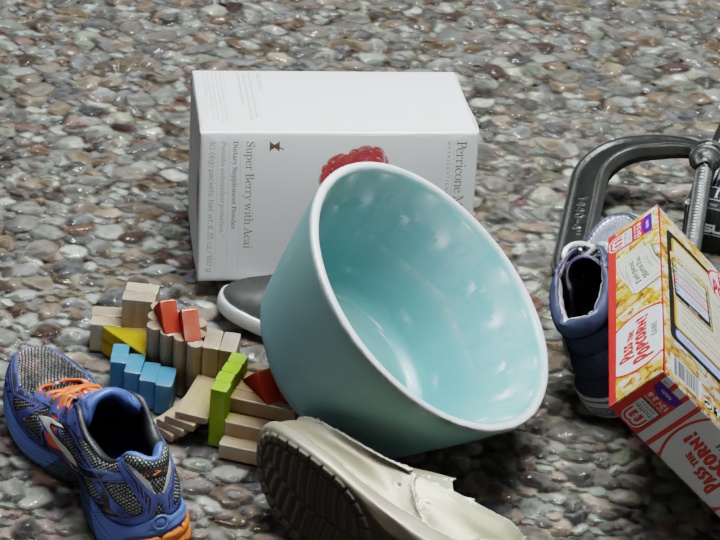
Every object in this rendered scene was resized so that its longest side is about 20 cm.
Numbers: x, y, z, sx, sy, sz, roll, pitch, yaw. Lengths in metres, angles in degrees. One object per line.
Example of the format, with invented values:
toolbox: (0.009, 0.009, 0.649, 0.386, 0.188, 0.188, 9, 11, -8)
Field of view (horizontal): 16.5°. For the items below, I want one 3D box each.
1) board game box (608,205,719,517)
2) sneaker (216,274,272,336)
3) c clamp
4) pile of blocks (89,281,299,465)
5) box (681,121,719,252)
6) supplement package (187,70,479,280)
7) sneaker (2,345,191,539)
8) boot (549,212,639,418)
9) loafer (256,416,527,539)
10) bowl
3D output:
board game box: (0.226, 0.068, 1.615, 0.152, 0.046, 0.200, 45, 26, -20)
sneaker: (0.000, 0.000, 1.727, 0.200, 0.099, 0.071, 5, 34, 3)
c clamp: (0.227, -0.036, 1.833, 0.171, 0.027, 0.200, -10, 42, 18)
pile of blocks: (-0.116, 0.062, 1.649, 0.200, 0.062, 0.082, 27, 38, 31)
box: (0.363, -0.064, 1.923, 0.193, 0.048, 0.200, 11, 34, 16)
supplement package: (-0.023, -0.070, 1.805, 0.200, 0.121, 0.120, -1, 26, -7)
sneaker: (-0.165, 0.099, 1.569, 0.075, 0.078, 0.200, -17, 38, -31)
boot: (0.173, 0.003, 1.719, 0.073, 0.090, 0.200, -14, 36, 16)
loafer: (0.021, 0.152, 1.521, 0.200, 0.076, 0.068, 34, 40, 24)
bowl: (0.013, 0.041, 1.601, 0.201, 0.105, 0.201, 31, 39, -29)
